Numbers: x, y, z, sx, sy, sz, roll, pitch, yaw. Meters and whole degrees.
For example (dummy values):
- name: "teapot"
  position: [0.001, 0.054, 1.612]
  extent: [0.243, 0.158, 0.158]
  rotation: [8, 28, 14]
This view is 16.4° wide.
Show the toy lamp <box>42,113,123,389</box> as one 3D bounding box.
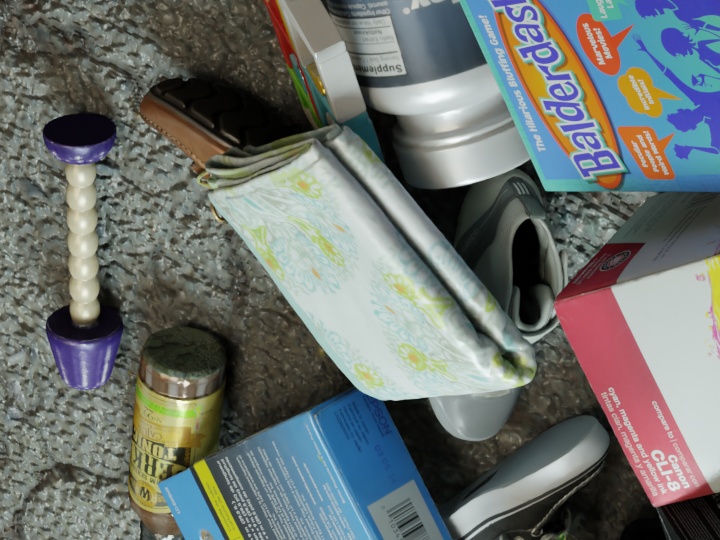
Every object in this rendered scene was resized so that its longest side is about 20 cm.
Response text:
- name: "toy lamp"
  position: [-0.196, -0.009, 1.753]
  extent: [0.058, 0.058, 0.201]
  rotation: [15, 122, 26]

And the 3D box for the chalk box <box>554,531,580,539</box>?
- name: "chalk box"
  position: [0.151, 0.263, 1.596]
  extent: [0.124, 0.200, 0.124]
  rotation: [41, 89, 20]

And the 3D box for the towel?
- name: "towel"
  position: [0.000, 0.000, 1.518]
  extent: [0.200, 0.048, 0.171]
  rotation: [50, 159, -15]

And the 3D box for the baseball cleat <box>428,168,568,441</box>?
- name: "baseball cleat"
  position: [0.083, 0.039, 1.564]
  extent: [0.069, 0.107, 0.201]
  rotation: [-5, 122, -13]

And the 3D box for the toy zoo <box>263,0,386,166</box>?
- name: "toy zoo"
  position: [-0.027, -0.126, 1.499]
  extent: [0.200, 0.020, 0.131]
  rotation: [70, 173, -48]

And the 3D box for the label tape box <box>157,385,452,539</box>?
- name: "label tape box"
  position: [-0.036, 0.171, 1.698]
  extent: [0.200, 0.063, 0.145]
  rotation: [-27, 90, 51]

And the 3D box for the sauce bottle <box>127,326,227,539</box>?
- name: "sauce bottle"
  position: [-0.133, 0.137, 1.788]
  extent: [0.064, 0.065, 0.201]
  rotation: [22, 125, 22]

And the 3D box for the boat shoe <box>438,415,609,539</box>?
- name: "boat shoe"
  position: [0.109, 0.161, 1.636]
  extent: [0.068, 0.074, 0.199]
  rotation: [47, 133, -2]

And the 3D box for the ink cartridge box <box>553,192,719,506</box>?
- name: "ink cartridge box"
  position: [0.246, 0.024, 1.420]
  extent: [0.199, 0.145, 0.145]
  rotation: [-18, 105, 39]

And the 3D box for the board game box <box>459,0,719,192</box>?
- name: "board game box"
  position: [0.160, -0.115, 1.366]
  extent: [0.199, 0.045, 0.153]
  rotation: [2, 129, 44]

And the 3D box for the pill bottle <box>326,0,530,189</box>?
- name: "pill bottle"
  position: [0.042, -0.157, 1.470]
  extent: [0.119, 0.120, 0.201]
  rotation: [-3, 114, 35]

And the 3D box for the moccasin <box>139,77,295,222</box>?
- name: "moccasin"
  position: [-0.061, -0.054, 1.634]
  extent: [0.201, 0.074, 0.078]
  rotation: [33, 121, 1]

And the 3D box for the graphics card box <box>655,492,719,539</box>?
- name: "graphics card box"
  position: [0.277, 0.135, 1.414]
  extent: [0.199, 0.126, 0.051]
  rotation: [-21, 109, -3]

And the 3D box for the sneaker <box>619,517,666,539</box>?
- name: "sneaker"
  position: [0.230, 0.146, 1.548]
  extent: [0.083, 0.071, 0.200]
  rotation: [43, 134, -3]
